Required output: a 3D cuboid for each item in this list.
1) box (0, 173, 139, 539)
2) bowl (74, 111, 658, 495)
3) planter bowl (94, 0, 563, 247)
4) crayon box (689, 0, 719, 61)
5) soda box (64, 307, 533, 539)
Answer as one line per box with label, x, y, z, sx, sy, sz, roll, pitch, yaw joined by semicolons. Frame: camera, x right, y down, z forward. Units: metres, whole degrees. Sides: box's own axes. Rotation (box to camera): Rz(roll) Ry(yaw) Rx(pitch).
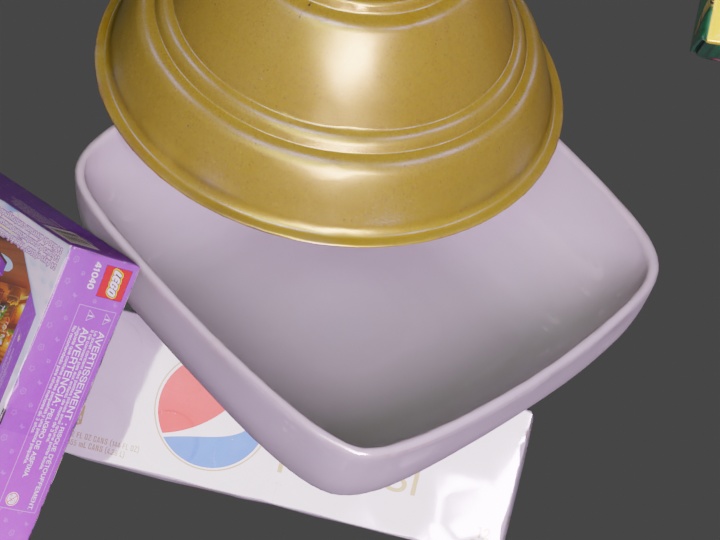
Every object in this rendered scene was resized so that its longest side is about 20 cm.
box;-0.180;0.022;1.191;0.039;0.200;0.137;17;100;-41
bowl;0.000;0.000;1.192;0.199;0.075;0.200;-30;61;-33
planter bowl;-0.006;-0.109;1.180;0.200;0.084;0.201;7;45;-7
crayon box;0.252;-0.134;1.237;0.199;0.058;0.119;11;88;3
soda box;-0.029;0.068;1.241;0.199;0.064;0.068;14;89;4
